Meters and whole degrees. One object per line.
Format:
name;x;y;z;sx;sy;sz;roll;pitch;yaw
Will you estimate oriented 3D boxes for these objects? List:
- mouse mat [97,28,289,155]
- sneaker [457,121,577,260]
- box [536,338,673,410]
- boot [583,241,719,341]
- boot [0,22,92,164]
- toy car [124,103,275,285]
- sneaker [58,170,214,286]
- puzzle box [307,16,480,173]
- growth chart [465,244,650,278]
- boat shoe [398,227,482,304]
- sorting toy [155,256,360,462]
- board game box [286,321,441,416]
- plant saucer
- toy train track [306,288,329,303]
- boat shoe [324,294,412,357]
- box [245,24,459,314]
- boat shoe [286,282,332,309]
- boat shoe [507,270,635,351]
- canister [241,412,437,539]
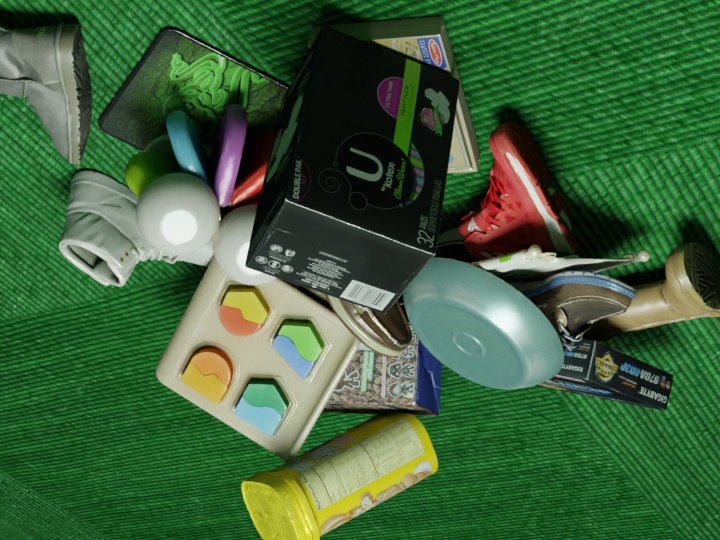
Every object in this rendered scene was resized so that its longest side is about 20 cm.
mouse mat;-0.170;-0.163;1.411;0.159;0.008;0.200;24;143;-20
sneaker;0.143;-0.064;1.396;0.114;0.079;0.200;-18;138;18
box;0.238;0.110;1.580;0.158;0.047;0.198;23;170;-41
boot;0.301;0.035;1.503;0.198;0.067;0.175;-13;155;31
boot;-0.374;-0.191;1.366;0.197;0.073;0.184;3;133;-1
toy car;-0.135;-0.092;1.384;0.198;0.176;0.151;22;111;-17
sneaker;-0.248;-0.021;1.544;0.198;0.117;0.074;23;143;-22
puzzle box;0.037;-0.165;1.336;0.131;0.026;0.201;-2;144;17
growth chart;0.204;-0.006;1.437;0.198;0.018;0.144;0;172;-38
boat shoe;0.081;0.005;1.536;0.197;0.069;0.074;-10;142;27
sorting toy;-0.122;0.098;1.566;0.199;0.036;0.187;32;106;6
board game box;-0.011;0.119;1.656;0.197;0.098;0.159;0;170;14
plant saucer;0.123;0.068;1.467;0.198;0.036;0.201;27;151;16
toy train track;-0.078;-0.012;1.558;0.199;0.033;0.115;33;147;-5
boat shoe;-0.003;0.003;1.494;0.075;0.075;0.203;-34;99;36
box;-0.006;-0.091;1.250;0.147;0.202;0.124;19;147;-14
boat shoe;-0.084;0.029;1.622;0.197;0.061;0.074;8;146;3
boat shoe;0.215;0.050;1.467;0.072;0.073;0.199;24;160;-29
canister;-0.023;0.244;1.602;0.198;0.088;0.148;-25;-175;-24
